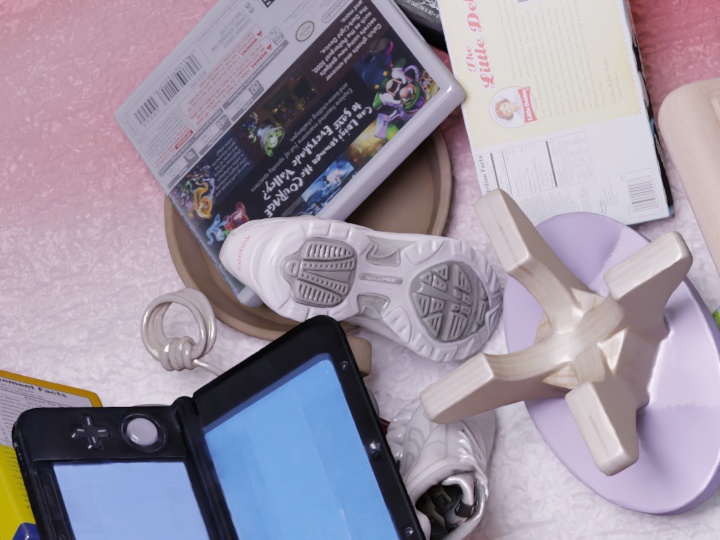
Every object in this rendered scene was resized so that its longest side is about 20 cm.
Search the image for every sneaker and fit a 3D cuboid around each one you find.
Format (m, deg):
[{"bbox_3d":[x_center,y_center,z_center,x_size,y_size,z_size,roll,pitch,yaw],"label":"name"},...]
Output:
[{"bbox_3d":[0.048,0.129,1.497,0.081,0.200,0.075,-26,106,34],"label":"sneaker"},{"bbox_3d":[0.000,0.000,1.557,0.099,0.200,0.078,23,93,53],"label":"sneaker"}]

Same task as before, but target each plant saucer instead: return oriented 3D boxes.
[{"bbox_3d":[-0.033,-0.046,1.654,0.199,0.029,0.201,-5,72,16],"label":"plant saucer"}]

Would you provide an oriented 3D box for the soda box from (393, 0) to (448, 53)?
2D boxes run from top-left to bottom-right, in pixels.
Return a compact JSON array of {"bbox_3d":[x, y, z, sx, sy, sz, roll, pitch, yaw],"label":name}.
[{"bbox_3d":[0.016,-0.210,1.673,0.200,0.063,0.071,30,83,23],"label":"soda box"}]

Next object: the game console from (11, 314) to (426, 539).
[{"bbox_3d":[-0.081,0.132,1.415,0.117,0.175,0.200,-57,43,40],"label":"game console"}]

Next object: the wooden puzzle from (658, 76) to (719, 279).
[{"bbox_3d":[0.287,-0.037,1.414,0.199,0.037,0.186,-14,67,-12],"label":"wooden puzzle"}]

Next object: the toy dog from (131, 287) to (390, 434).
[{"bbox_3d":[-0.056,0.097,1.595,0.199,0.096,0.132,15,83,35],"label":"toy dog"}]

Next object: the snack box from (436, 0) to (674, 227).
[{"bbox_3d":[0.119,-0.121,1.577,0.116,0.037,0.201,-11,98,14],"label":"snack box"}]

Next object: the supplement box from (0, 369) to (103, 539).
[{"bbox_3d":[-0.203,0.158,1.537,0.110,0.109,0.200,-61,33,19],"label":"supplement box"}]

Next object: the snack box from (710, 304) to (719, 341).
[{"bbox_3d":[0.273,0.089,1.449,0.053,0.142,0.201,-8,66,-18],"label":"snack box"}]

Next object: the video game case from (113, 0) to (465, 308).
[{"bbox_3d":[-0.050,-0.107,1.626,0.200,0.023,0.182,-45,59,15],"label":"video game case"}]

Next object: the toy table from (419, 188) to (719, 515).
[{"bbox_3d":[0.136,0.045,1.487,0.184,0.117,0.200,-44,62,14],"label":"toy table"}]
